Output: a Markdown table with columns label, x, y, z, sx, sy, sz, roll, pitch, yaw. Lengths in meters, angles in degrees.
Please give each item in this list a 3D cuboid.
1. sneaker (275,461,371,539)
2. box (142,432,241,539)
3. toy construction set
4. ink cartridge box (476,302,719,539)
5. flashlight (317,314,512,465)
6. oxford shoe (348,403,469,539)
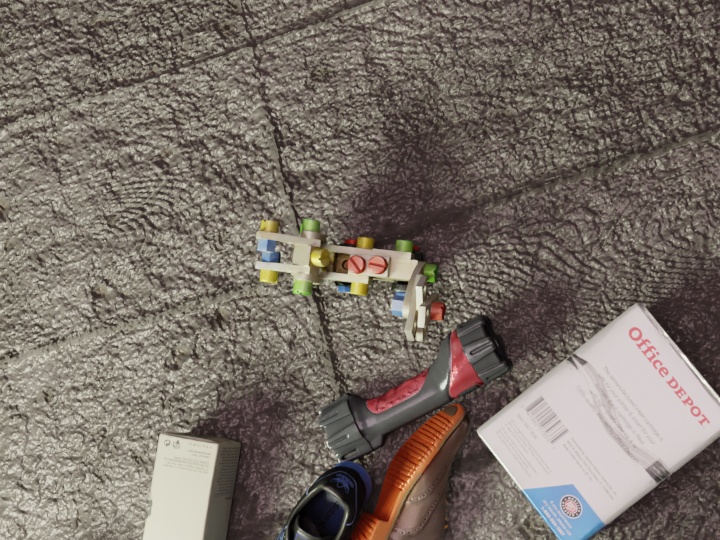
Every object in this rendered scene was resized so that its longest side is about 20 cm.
| label | x | y | z | sx | sy | sz | roll | pitch | yaw |
| --- | --- | --- | --- | --- | --- | --- | --- | --- | --- |
| sneaker | -0.059 | 0.279 | 1.396 | 0.070 | 0.078 | 0.201 | 30 | 104 | 13 |
| box | -0.178 | 0.268 | 1.438 | 0.068 | 0.082 | 0.201 | 8 | 84 | 14 |
| toy construction set | 0.000 | 0.000 | 1.399 | 0.199 | 0.131 | 0.093 | 21 | 89 | 15 |
| ink cartridge box | 0.236 | 0.149 | 1.349 | 0.200 | 0.084 | 0.145 | -39 | 77 | 7 |
| flashlight | 0.051 | 0.116 | 1.411 | 0.199 | 0.068 | 0.068 | -27 | 116 | 13 |
| oxford shoe | 0.060 | 0.227 | 1.403 | 0.073 | 0.071 | 0.200 | 33 | 88 | -14 |
